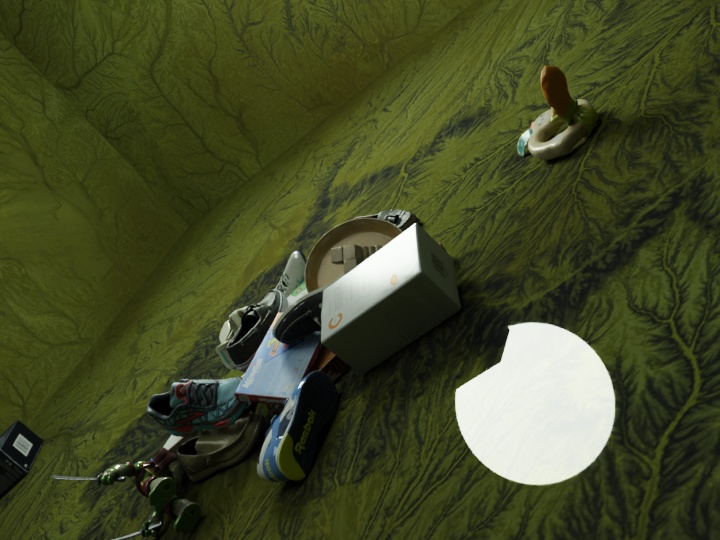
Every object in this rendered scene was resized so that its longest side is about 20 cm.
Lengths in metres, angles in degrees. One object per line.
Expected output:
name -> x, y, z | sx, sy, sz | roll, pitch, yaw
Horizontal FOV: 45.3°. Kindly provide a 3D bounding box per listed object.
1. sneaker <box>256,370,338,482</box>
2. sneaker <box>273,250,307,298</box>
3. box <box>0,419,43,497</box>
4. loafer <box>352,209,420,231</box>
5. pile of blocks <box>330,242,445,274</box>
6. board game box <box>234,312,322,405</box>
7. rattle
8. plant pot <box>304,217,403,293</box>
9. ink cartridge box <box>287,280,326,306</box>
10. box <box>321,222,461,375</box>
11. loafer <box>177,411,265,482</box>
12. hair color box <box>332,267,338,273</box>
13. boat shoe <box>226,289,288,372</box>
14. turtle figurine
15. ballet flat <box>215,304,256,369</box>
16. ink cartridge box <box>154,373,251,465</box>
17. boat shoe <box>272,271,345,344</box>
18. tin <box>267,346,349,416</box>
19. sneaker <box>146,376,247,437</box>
sneaker -> -0.096, 0.229, 1.277 | 0.082, 0.074, 0.201 | -32, 19, 39
sneaker -> -0.144, 0.045, 1.711 | 0.072, 0.072, 0.201 | -13, -41, -32
box -> -1.118, 0.606, 2.684 | 0.200, 0.117, 0.197 | -43, 16, 7
loafer -> 0.043, -0.089, 1.741 | 0.072, 0.063, 0.199 | -51, 18, -25
pile of blocks -> 0.049, -0.004, 1.412 | 0.082, 0.198, 0.063 | 121, 147, -74
board game box -> -0.123, 0.142, 1.421 | 0.102, 0.020, 0.201 | 4, 38, 18
rattle -> 0.295, -0.266, 1.460 | 0.131, 0.142, 0.200 | -61, 22, 6
plant pot -> 0.000, 0.000, 1.507 | 0.198, 0.028, 0.202 | -8, 60, 13
ink cartridge box -> -0.123, 0.119, 1.584 | 0.200, 0.084, 0.145 | -47, 17, -11
box -> 0.043, 0.045, 1.315 | 0.199, 0.097, 0.125 | -36, 30, 24
loafer -> -0.242, 0.294, 1.462 | 0.199, 0.067, 0.076 | -38, 20, 27
hair color box -> -0.033, 0.002, 1.654 | 0.098, 0.061, 0.200 | -26, 11, -18
boat shoe -> -0.181, 0.092, 1.522 | 0.068, 0.057, 0.201 | -21, 29, 28
turtle figurine -> -0.360, 0.382, 1.396 | 0.199, 0.146, 0.193 | -14, 8, -37
ballet flat -> -0.218, 0.104, 1.588 | 0.067, 0.062, 0.200 | -35, 19, 21
ink cartridge box -> -0.286, 0.287, 1.579 | 0.200, 0.045, 0.176 | -39, 7, 14
boat shoe -> -0.052, 0.067, 1.428 | 0.199, 0.074, 0.060 | -31, 58, -14
tin -> -0.073, 0.168, 1.433 | 0.200, 0.042, 0.112 | -45, 20, -3
sneaker -> -0.273, 0.221, 1.433 | 0.199, 0.095, 0.080 | -23, 47, 24
